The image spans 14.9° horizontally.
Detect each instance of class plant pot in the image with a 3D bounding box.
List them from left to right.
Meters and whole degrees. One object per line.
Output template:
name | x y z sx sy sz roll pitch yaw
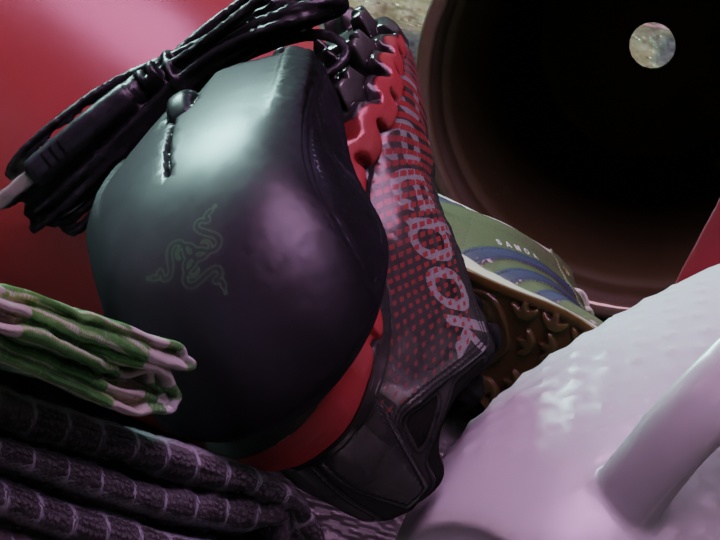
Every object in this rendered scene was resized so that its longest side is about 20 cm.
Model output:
plant pot | -0.084 -0.039 1.028 0.177 0.201 0.200 34 33 12
plant pot | 0.129 -0.090 1.233 0.199 0.201 0.174 16 12 2

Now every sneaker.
sneaker | 0.000 0.000 0.902 0.098 0.071 0.201 41 35 -31
sneaker | 0.073 0.025 1.099 0.200 0.067 0.090 34 26 22

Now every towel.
towel | -0.158 -0.003 0.725 0.152 0.023 0.200 13 -6 40
towel | -0.128 0.068 0.805 0.200 0.086 0.165 21 -5 -43

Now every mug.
mug | 0.107 0.074 0.898 0.175 0.200 0.148 -25 63 -42

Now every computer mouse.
computer mouse | -0.052 -0.025 0.844 0.053 0.138 0.200 49 10 -33

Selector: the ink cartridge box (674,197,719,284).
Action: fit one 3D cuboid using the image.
ink cartridge box | 0.234 0.053 1.077 0.146 0.083 0.200 6 26 -50
